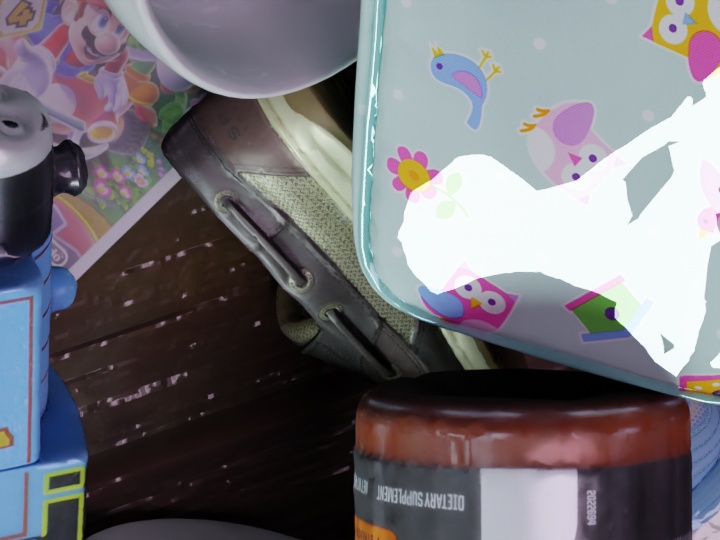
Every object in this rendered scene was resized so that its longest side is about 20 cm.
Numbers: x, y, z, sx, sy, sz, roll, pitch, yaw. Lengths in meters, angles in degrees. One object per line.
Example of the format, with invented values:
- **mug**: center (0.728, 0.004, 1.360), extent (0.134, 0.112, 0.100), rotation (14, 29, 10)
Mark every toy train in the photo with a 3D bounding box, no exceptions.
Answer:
- **toy train**: center (-0.136, 0.027, 0.859), extent (0.114, 0.087, 0.201), rotation (-11, 127, -24)

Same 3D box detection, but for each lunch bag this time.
- **lunch bag**: center (0.075, -0.069, 0.867), extent (0.160, 0.077, 0.201), rotation (15, 123, 15)

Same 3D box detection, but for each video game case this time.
- **video game case**: center (-0.073, -0.104, 0.938), extent (0.200, 0.018, 0.143), rotation (-44, 123, -2)

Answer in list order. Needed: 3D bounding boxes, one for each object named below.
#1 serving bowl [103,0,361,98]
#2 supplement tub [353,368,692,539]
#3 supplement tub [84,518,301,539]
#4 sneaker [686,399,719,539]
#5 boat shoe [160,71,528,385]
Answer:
- **serving bowl**: center (-0.023, -0.154, 0.864), extent (0.200, 0.066, 0.201), rotation (-39, 144, -36)
- **supplement tub**: center (0.051, 0.134, 0.917), extent (0.107, 0.107, 0.201), rotation (-3, 94, -25)
- **supplement tub**: center (-0.059, 0.201, 1.011), extent (0.140, 0.140, 0.201), rotation (3, 111, -27)
- **sneaker**: center (0.059, 0.109, 1.081), extent (0.090, 0.078, 0.200), rotation (41, 87, -16)
- **boat shoe**: center (0.000, 0.000, 0.997), extent (0.065, 0.073, 0.200), rotation (-26, 129, 11)
